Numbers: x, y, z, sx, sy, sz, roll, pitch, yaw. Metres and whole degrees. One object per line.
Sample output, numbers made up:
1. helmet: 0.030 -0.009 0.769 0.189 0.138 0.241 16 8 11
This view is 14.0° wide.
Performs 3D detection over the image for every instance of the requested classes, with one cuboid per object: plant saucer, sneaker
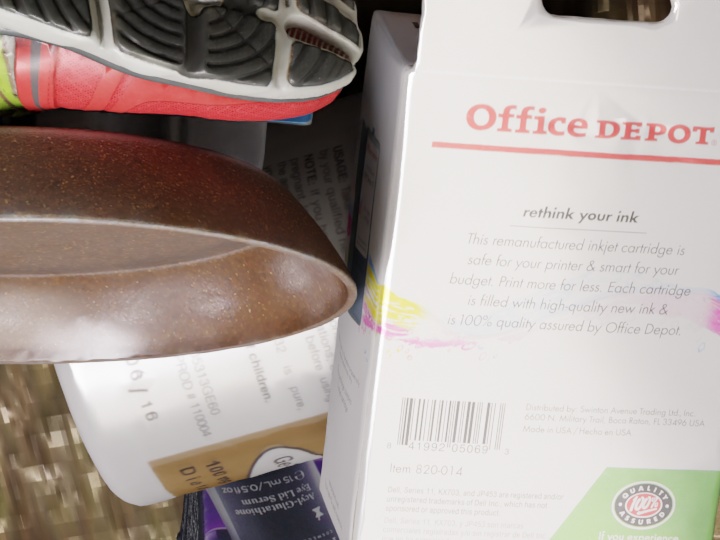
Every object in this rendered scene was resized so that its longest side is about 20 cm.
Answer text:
1. plant saucer: -0.100 -0.006 0.844 0.199 0.035 0.200 -2 169 0
2. sneaker: -0.099 -0.069 0.795 0.198 0.077 0.085 8 145 -5

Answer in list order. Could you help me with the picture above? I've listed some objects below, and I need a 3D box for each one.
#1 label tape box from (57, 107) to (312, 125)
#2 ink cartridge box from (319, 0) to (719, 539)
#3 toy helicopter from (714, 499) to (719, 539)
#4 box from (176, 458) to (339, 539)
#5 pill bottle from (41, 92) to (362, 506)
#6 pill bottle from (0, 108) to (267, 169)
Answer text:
1. label tape box: -0.072 -0.146 0.825 0.142 0.066 0.202 3 90 -9
2. ink cartridge box: 0.057 -0.011 0.890 0.116 0.067 0.201 4 109 -10
3. toy helicopter: 0.178 0.101 1.102 0.198 0.080 0.132 4 168 -7
4. box: 0.012 0.132 1.037 0.147 0.201 0.105 1 130 -8
5. pill bottle: 0.000 0.000 0.986 0.199 0.115 0.115 -16 129 6
6. pill bottle: -0.130 -0.069 0.911 0.198 0.120 0.120 1 129 -6
